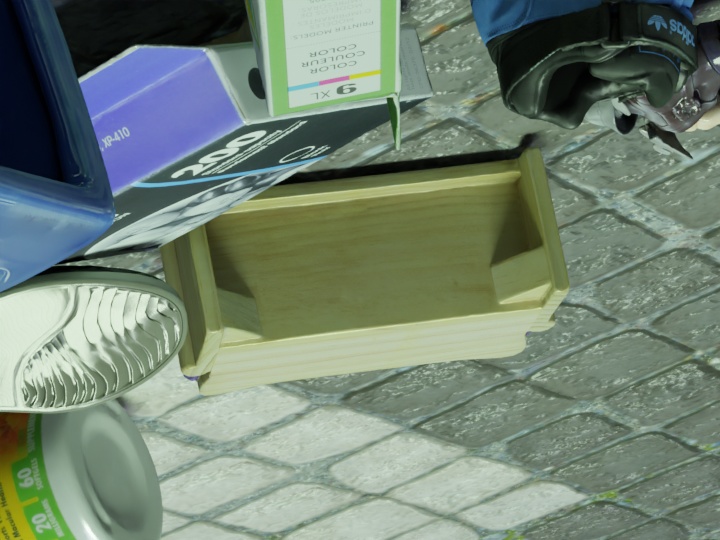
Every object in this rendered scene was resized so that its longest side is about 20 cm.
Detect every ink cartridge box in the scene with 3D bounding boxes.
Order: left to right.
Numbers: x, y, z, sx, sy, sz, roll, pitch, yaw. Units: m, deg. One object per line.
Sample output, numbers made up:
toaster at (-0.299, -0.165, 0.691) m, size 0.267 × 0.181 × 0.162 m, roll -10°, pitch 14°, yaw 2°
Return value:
ink cartridge box at (-0.097, -0.050, 1.322) m, size 0.198 × 0.044 × 0.200 m, roll -26°, pitch 170°, yaw 36°
ink cartridge box at (-0.021, -0.132, 1.180) m, size 0.059 × 0.104 × 0.200 m, roll -11°, pitch 157°, yaw -3°

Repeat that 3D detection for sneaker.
sneaker at (-0.189, 0.017, 1.434) m, size 0.199 × 0.106 × 0.075 m, roll -9°, pitch 121°, yaw -11°
sneaker at (0.136, -0.131, 1.251) m, size 0.199 × 0.112 × 0.077 m, roll -26°, pitch 153°, yaw 27°

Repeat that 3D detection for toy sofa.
toy sofa at (0.000, 0.000, 1.510) m, size 0.199 × 0.083 × 0.098 m, roll -7°, pitch 161°, yaw -13°

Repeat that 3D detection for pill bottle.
pill bottle at (-0.223, 0.148, 1.689) m, size 0.199 × 0.112 × 0.111 m, roll -22°, pitch 155°, yaw 20°

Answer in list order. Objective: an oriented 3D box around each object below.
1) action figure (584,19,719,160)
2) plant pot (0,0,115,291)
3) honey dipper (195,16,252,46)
action figure at (0.183, -0.110, 1.383) m, size 0.199 × 0.070 × 0.130 m, roll -19°, pitch 163°, yaw 24°
plant pot at (-0.235, -0.070, 1.067) m, size 0.180 × 0.201 × 0.199 m, roll -37°, pitch 149°, yaw 29°
honey dipper at (-0.126, -0.076, 1.337) m, size 0.199 × 0.038 × 0.038 m, roll -18°, pitch 156°, yaw 9°
